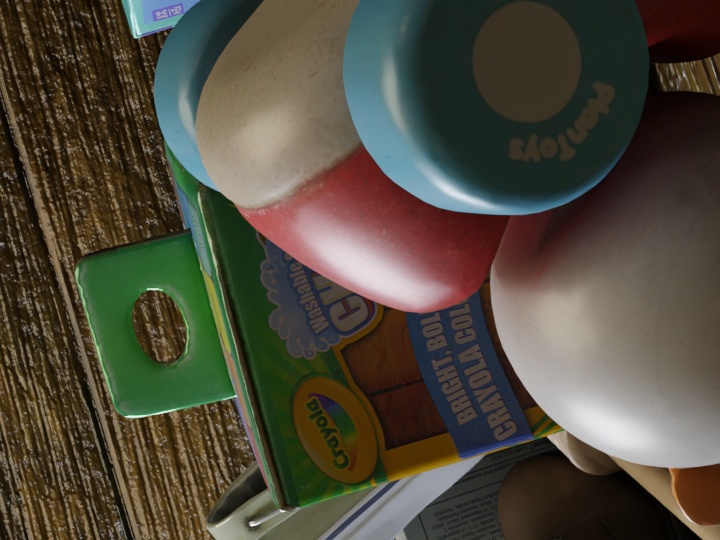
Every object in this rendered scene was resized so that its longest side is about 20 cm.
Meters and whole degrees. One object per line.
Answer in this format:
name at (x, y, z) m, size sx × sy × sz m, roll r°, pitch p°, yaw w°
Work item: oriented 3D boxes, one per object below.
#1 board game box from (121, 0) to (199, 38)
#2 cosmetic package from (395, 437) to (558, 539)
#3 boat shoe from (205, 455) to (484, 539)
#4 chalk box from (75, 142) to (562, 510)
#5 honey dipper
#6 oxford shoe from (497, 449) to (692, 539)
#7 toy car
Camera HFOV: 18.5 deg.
board game box at (-0.053, -0.210, 1.000) m, size 0.201 × 0.151 × 0.045 m, roll 82°, pitch 169°, yaw -48°
cosmetic package at (0.090, 0.175, 0.980) m, size 0.073 × 0.103 × 0.201 m, roll 80°, pitch 172°, yaw -57°
boat shoe at (0.014, 0.064, 0.958) m, size 0.062 × 0.200 × 0.072 m, roll 39°, pitch -172°, yaw -19°
chalk box at (0.000, 0.000, 0.807) m, size 0.124 × 0.199 × 0.125 m, roll -130°, pitch 24°, yaw -73°
honey dipper at (0.113, 0.078, 0.853) m, size 0.200 × 0.038 × 0.038 m, roll -137°, pitch 31°, yaw -72°
oxford shoe at (0.089, 0.124, 0.881) m, size 0.073 × 0.084 × 0.200 m, roll -67°, pitch 24°, yaw 15°
toy car at (0.077, -0.029, 0.561) m, size 0.200 × 0.177 × 0.184 m, roll 46°, pitch 166°, yaw -17°
